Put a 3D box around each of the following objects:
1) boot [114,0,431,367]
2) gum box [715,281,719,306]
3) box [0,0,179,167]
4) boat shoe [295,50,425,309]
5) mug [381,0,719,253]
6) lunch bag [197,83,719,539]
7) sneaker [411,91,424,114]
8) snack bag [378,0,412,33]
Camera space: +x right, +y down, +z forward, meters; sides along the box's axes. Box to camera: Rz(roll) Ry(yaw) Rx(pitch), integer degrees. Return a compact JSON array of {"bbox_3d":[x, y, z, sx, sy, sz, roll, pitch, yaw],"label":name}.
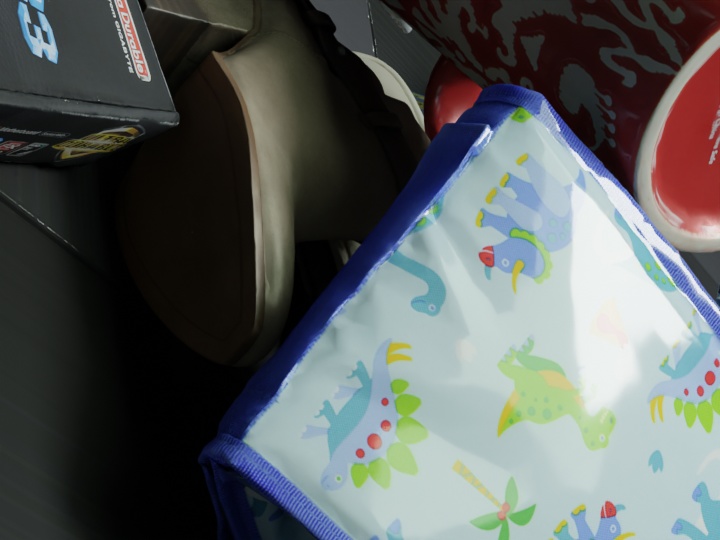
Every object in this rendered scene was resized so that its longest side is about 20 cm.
[{"bbox_3d":[-0.021,-0.035,0.840,0.146,0.070,0.201,20,40,-44],"label":"boot"},{"bbox_3d":[0.244,0.092,1.170,0.170,0.044,0.200,50,-12,22],"label":"gum box"},{"bbox_3d":[-0.144,-0.134,0.700,0.198,0.049,0.201,1,69,-67],"label":"box"},{"bbox_3d":[0.000,0.000,0.935,0.066,0.057,0.201,9,50,-25],"label":"boat shoe"},{"bbox_3d":[0.093,-0.093,0.860,0.200,0.133,0.178,49,-15,41],"label":"mug"},{"bbox_3d":[0.044,0.064,0.781,0.170,0.127,0.200,-52,131,-25],"label":"lunch bag"},{"bbox_3d":[0.038,-0.016,1.028,0.075,0.089,0.200,15,20,-11],"label":"sneaker"},{"bbox_3d":[-0.048,-0.211,0.951,0.189,0.021,0.201,46,13,-50],"label":"snack bag"}]
